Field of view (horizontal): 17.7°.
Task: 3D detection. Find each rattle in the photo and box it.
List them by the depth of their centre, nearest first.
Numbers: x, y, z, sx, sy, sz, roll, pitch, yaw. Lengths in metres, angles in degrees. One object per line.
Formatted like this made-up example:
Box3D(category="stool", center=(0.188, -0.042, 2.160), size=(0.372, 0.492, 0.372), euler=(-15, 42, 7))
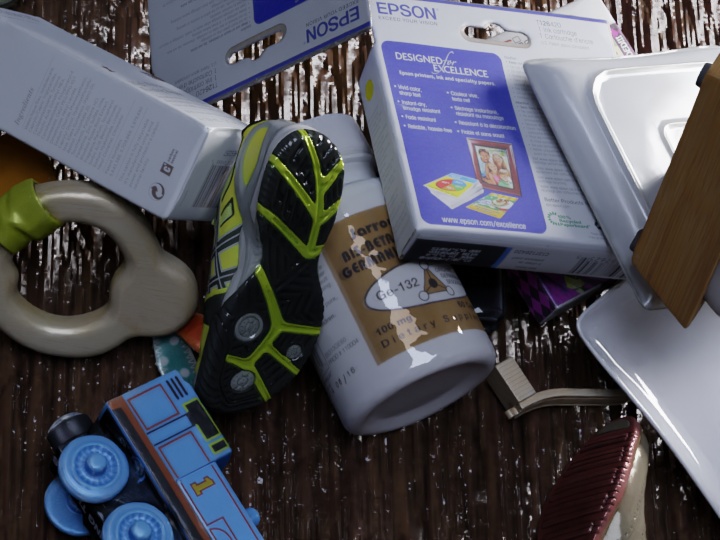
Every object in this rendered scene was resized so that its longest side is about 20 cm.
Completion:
Box3D(category="rattle", center=(-0.169, 0.001, 1.580), size=(0.200, 0.143, 0.130), euler=(21, 95, -18))

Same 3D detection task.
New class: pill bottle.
Box3D(category="pill bottle", center=(0.000, 0.000, 1.567), size=(0.114, 0.114, 0.200), euler=(-20, 71, -19))

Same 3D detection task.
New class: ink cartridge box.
Box3D(category="ink cartridge box", center=(0.100, -0.091, 1.583), size=(0.197, 0.047, 0.200), euler=(4, 54, -24))
Box3D(category="ink cartridge box", center=(-0.067, -0.214, 1.611), size=(0.047, 0.197, 0.200), euler=(19, 57, -49))

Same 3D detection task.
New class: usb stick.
Box3D(category="usb stick", center=(0.075, -0.050, 1.651), size=(0.055, 0.033, 0.200), euler=(3, 65, -6))

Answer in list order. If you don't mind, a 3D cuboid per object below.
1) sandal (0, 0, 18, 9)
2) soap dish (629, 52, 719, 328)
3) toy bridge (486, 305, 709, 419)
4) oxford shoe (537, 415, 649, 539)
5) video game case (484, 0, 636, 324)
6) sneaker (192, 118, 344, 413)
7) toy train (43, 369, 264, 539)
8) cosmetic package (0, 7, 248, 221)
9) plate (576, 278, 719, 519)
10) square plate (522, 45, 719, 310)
Box3D(category="sandal", center=(-0.245, -0.269, 1.670), size=(0.080, 0.057, 0.201), euler=(30, 63, 3))
Box3D(category="soap dish", center=(0.248, -0.081, 1.472), size=(0.081, 0.200, 0.157), euler=(28, 46, 11))
Box3D(category="toy bridge", center=(0.182, 0.057, 1.627), size=(0.200, 0.027, 0.067), euler=(-28, 75, -23))
Box3D(category="oxford shoe", center=(0.162, 0.193, 1.552), size=(0.075, 0.070, 0.200), euler=(35, 59, -24))
Box3D(category="video game case", center=(0.149, -0.084, 1.657), size=(0.181, 0.036, 0.200), euler=(-25, 79, -30))
Box3D(category="sneaker", center=(-0.065, -0.003, 1.512), size=(0.075, 0.076, 0.200), euler=(11, 104, -32))
Box3D(category="toy train", center=(-0.120, 0.166, 1.485), size=(0.114, 0.087, 0.200), euler=(-26, 73, -27))
Box3D(category="cosmetic package", center=(-0.175, -0.106, 1.549), size=(0.200, 0.102, 0.074), euler=(29, 99, 17))
Box3D(category="plate", center=(0.268, 0.063, 1.621), size=(0.200, 0.032, 0.200), euler=(-38, 91, -27))
Box3D(category="square plate", center=(0.229, -0.074, 1.598), size=(0.198, 0.028, 0.200), euler=(-8, 64, -36))
